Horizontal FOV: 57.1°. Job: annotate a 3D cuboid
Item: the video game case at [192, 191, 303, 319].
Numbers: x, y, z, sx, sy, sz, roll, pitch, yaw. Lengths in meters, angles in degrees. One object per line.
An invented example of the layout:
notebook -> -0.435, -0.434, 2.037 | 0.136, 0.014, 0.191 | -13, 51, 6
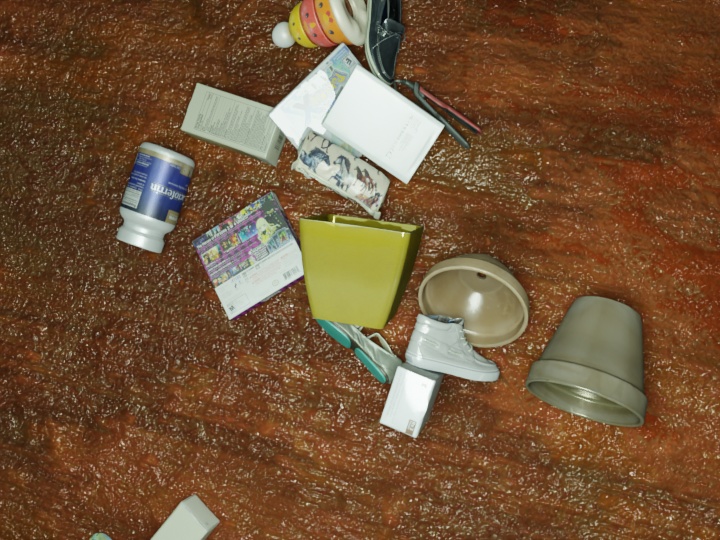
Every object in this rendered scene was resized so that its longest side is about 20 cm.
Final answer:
video game case -> -0.217, -0.029, 1.335 | 0.198, 0.036, 0.183 | -31, 81, 8

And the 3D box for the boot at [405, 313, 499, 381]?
boot -> 0.177, 0.135, 1.183 | 0.197, 0.073, 0.097 | 14, 94, -27

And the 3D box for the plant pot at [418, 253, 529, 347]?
plant pot -> 0.210, 0.038, 1.194 | 0.197, 0.203, 0.093 | 16, 47, 12

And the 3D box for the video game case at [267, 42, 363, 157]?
video game case -> -0.049, -0.301, 1.289 | 0.199, 0.022, 0.183 | -41, 107, 5

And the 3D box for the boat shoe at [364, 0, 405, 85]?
boat shoe -> 0.051, -0.462, 1.292 | 0.061, 0.074, 0.205 | -7, 79, 40

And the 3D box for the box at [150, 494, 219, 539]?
box -> -0.375, 0.550, 1.307 | 0.082, 0.068, 0.201 | 42, 94, 11

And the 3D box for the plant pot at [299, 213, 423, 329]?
plant pot -> 0.000, 0.000, 1.219 | 0.196, 0.200, 0.180 | 8, 99, 12

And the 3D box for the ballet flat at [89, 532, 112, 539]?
ballet flat -> -0.500, 0.626, 1.327 | 0.074, 0.074, 0.202 | -35, 80, 7

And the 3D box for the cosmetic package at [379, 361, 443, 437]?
cosmetic package -> 0.095, 0.219, 1.168 | 0.073, 0.200, 0.104 | 19, 89, 13

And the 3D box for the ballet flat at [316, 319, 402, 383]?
ballet flat -> -0.001, 0.132, 1.274 | 0.199, 0.068, 0.064 | 42, 67, 11

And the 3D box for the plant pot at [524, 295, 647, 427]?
plant pot -> 0.401, 0.147, 1.131 | 0.197, 0.200, 0.176 | 19, 74, 12

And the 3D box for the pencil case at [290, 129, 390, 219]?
pencil case -> -0.034, -0.180, 1.261 | 0.198, 0.078, 0.091 | 30, 71, -7

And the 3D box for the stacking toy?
stacking toy -> -0.092, -0.490, 1.318 | 0.197, 0.145, 0.149 | -15, 82, 28

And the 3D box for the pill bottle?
pill bottle -> -0.420, -0.146, 1.346 | 0.114, 0.116, 0.204 | 18, 90, 12

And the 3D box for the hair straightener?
hair straightener -> 0.136, -0.297, 1.279 | 0.199, 0.041, 0.077 | 39, 94, 6

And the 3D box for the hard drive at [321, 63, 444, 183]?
hard drive -> 0.042, -0.277, 1.260 | 0.198, 0.027, 0.133 | 33, 110, -7

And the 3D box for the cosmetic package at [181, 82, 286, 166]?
cosmetic package -> -0.251, -0.295, 1.344 | 0.197, 0.071, 0.107 | 22, 89, 12
